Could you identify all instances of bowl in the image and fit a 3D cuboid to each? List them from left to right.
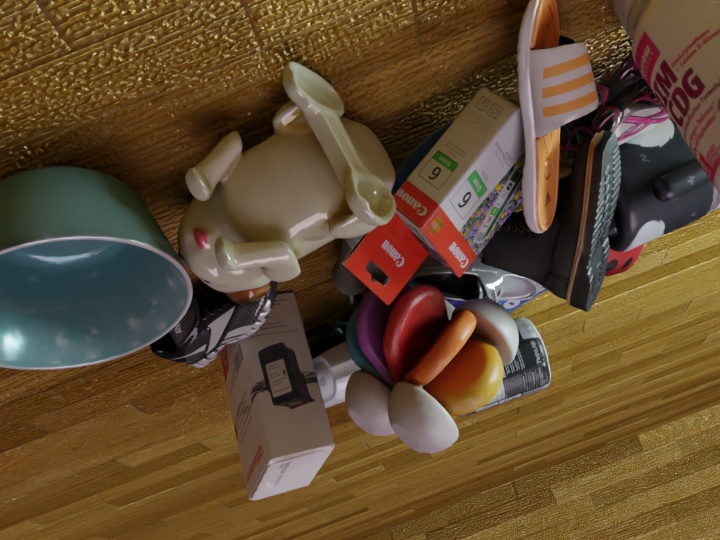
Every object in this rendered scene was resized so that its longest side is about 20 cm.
[{"bbox_3d":[-0.247,-0.010,0.582,0.195,0.107,0.202,-14,151,-8],"label":"bowl"}]

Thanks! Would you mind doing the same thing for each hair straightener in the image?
[{"bbox_3d":[-0.032,0.071,0.939,0.196,0.042,0.077,-25,151,19],"label":"hair straightener"}]

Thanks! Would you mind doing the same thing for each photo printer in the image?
[{"bbox_3d":[-0.001,0.135,0.961,0.163,0.071,0.200,-16,169,-27],"label":"photo printer"}]

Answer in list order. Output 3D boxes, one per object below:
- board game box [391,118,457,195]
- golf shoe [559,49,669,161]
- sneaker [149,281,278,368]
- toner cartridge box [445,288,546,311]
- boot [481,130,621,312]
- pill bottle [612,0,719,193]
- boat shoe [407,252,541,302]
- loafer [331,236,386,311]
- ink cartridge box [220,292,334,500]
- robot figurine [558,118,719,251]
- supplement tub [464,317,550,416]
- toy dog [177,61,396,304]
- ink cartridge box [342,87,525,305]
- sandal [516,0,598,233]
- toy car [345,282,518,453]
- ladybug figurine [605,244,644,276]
[{"bbox_3d":[0.102,-0.100,0.721,0.197,0.039,0.158,15,127,-47],"label":"board game box"},{"bbox_3d":[0.274,-0.175,0.679,0.197,0.074,0.092,-26,172,24],"label":"golf shoe"},{"bbox_3d":[-0.171,0.051,0.776,0.089,0.068,0.199,9,142,-46],"label":"sneaker"},{"bbox_3d":[0.168,0.040,0.973,0.198,0.044,0.094,-35,145,25],"label":"toner cartridge box"},{"bbox_3d":[0.182,-0.056,0.705,0.077,0.136,0.204,-43,142,-37],"label":"boot"},{"bbox_3d":[0.287,-0.168,0.547,0.110,0.204,0.114,-14,152,-8],"label":"pill bottle"},{"bbox_3d":[0.141,0.013,0.853,0.195,0.070,0.073,16,130,-20],"label":"boat shoe"},{"bbox_3d":[0.000,0.000,0.794,0.068,0.071,0.201,-27,152,-2],"label":"loafer"},{"bbox_3d":[-0.109,0.155,0.851,0.082,0.204,0.146,-6,150,-22],"label":"ink cartridge box"},{"bbox_3d":[0.313,-0.101,0.761,0.195,0.152,0.126,-23,138,-2],"label":"robot figurine"},{"bbox_3d":[0.204,0.165,1.151,0.195,0.125,0.123,-17,152,-2],"label":"supplement tub"},{"bbox_3d":[-0.077,-0.060,0.604,0.197,0.142,0.194,-32,-177,20],"label":"toy dog"},{"bbox_3d":[0.081,-0.052,0.638,0.201,0.050,0.109,-51,144,0],"label":"ink cartridge box"},{"bbox_3d":[0.174,-0.131,0.590,0.079,0.058,0.212,-42,132,-46],"label":"sandal"},{"bbox_3d":[0.057,0.082,0.750,0.176,0.151,0.198,-48,-155,-24],"label":"toy car"},{"bbox_3d":[0.294,-0.029,0.895,0.196,0.074,0.135,-3,168,-37],"label":"ladybug figurine"}]
